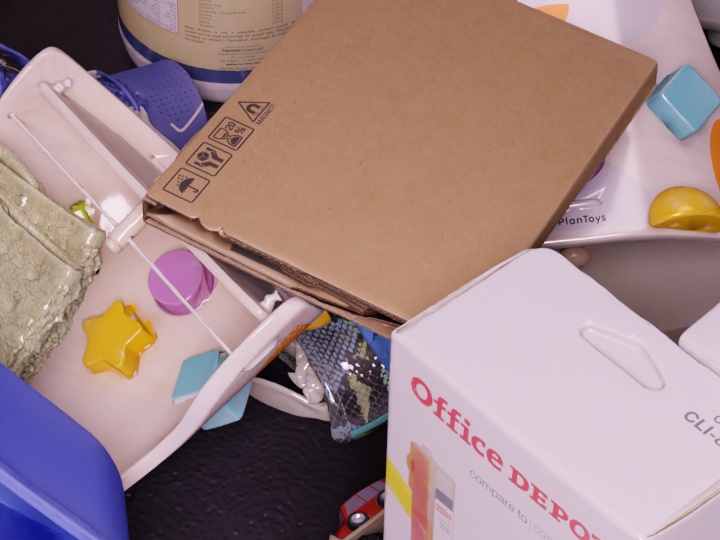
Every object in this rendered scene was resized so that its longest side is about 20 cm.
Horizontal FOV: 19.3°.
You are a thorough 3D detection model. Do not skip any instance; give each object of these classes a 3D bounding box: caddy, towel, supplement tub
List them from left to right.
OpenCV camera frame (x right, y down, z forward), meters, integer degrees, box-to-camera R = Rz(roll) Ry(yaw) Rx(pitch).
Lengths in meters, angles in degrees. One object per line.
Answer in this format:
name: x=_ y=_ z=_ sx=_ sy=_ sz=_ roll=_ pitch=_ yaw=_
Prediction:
towel: x=-0.211 y=0.033 z=0.990 sx=0.148 sy=0.036 sz=0.201 roll=38 pitch=98 yaw=31
caddy: x=-0.179 y=0.117 z=0.874 sx=0.141 sy=0.200 sz=0.105 roll=-36 pitch=34 yaw=20
supplement tub: x=-0.072 y=-0.214 z=1.219 sx=0.143 sy=0.201 sz=0.145 roll=1 pitch=42 yaw=-1

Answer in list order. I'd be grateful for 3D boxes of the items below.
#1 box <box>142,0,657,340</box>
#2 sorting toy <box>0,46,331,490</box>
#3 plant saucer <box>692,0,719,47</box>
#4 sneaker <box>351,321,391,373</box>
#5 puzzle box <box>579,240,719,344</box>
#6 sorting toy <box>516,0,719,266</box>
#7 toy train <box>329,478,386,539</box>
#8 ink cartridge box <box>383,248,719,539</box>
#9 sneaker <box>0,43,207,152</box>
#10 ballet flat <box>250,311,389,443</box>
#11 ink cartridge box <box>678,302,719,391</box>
box: x=0.022 y=-0.059 z=0.963 sx=0.163 sy=0.021 sz=0.200 roll=25 pitch=53 yaw=17
sorting toy: x=-0.129 y=0.032 z=1.008 sx=0.180 sy=0.107 sz=0.200 roll=-47 pitch=61 yaw=3
plant saucer: x=0.259 y=-0.158 z=1.251 sx=0.198 sy=0.051 sz=0.200 roll=0 pitch=14 yaw=0
sneaker: x=0.000 y=0.000 z=0.982 sx=0.078 sy=0.066 sz=0.201 roll=6 pitch=33 yaw=-23
puzzle box: x=0.143 y=-0.029 z=1.157 sx=0.132 sy=0.026 sz=0.201 roll=-11 pitch=45 yaw=-11
sorting toy: x=0.098 y=-0.092 z=1.064 sx=0.198 sy=0.107 sz=0.182 roll=-6 pitch=78 yaw=2
toy train: x=0.011 y=0.122 z=0.988 sx=0.199 sy=0.034 sz=0.046 roll=-34 pitch=41 yaw=-31
ink cartridge box: x=0.083 y=0.113 z=0.875 sx=0.083 sy=0.201 sz=0.145 roll=-30 pitch=51 yaw=-29
sneaker: x=-0.170 y=-0.077 z=1.132 sx=0.199 sy=0.116 sz=0.080 roll=-28 pitch=52 yaw=-28
ballet flat: x=-0.057 y=0.021 z=1.071 sx=0.074 sy=0.075 sz=0.199 roll=-33 pitch=50 yaw=-31
ink cartridge box: x=0.247 y=0.079 z=0.835 sx=0.145 sy=0.145 sz=0.200 roll=-36 pitch=48 yaw=-21
